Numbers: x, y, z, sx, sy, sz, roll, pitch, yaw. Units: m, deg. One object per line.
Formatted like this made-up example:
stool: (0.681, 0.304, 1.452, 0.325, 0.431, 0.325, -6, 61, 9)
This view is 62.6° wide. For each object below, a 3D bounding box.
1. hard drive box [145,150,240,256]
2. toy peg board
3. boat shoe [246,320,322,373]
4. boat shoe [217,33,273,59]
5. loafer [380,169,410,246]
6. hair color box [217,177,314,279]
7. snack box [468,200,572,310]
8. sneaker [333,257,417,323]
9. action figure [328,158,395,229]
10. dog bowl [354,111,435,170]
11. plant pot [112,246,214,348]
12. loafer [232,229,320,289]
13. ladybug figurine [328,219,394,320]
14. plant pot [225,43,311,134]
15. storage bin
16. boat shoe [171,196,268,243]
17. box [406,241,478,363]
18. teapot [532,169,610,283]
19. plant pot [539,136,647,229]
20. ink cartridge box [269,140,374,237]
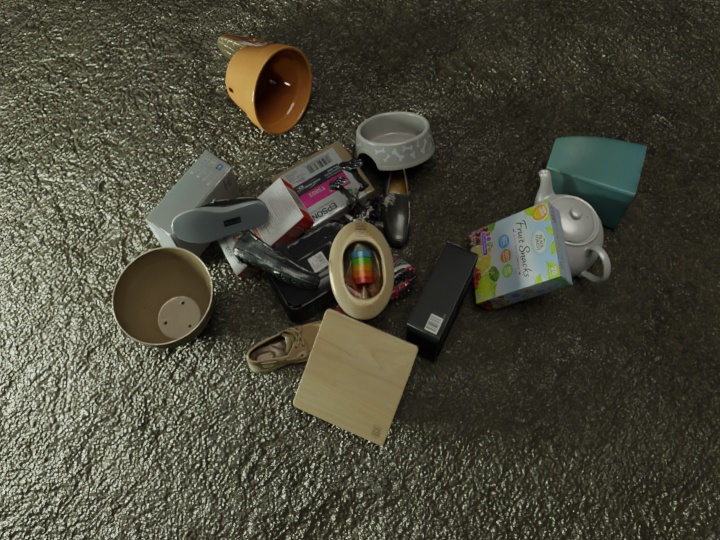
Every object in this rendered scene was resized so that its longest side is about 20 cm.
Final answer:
hard drive box: (-0.355, -0.130, 1.293, 0.076, 0.157, 0.202, 30, 68, 12)
toy peg board: (-0.005, 0.206, 1.191, 0.195, 0.098, 0.204, 21, 93, 8)
boat shoe: (-0.140, 0.154, 1.224, 0.196, 0.065, 0.072, -24, 69, -12)
boat shoe: (-0.271, -0.567, 1.536, 0.195, 0.072, 0.069, 19, 61, 0)
loafer: (0.081, -0.157, 1.362, 0.070, 0.073, 0.206, -3, 67, -4)
hair color box: (-0.209, -0.089, 1.287, 0.198, 0.064, 0.112, -38, 70, 10)
snack box: (0.333, -0.028, 1.254, 0.197, 0.067, 0.174, -23, 58, 37)
sneaker: (0.028, 0.046, 1.279, 0.197, 0.082, 0.075, -30, 41, -14)
action figure: (0.009, -0.135, 1.277, 0.101, 0.201, 0.120, 25, 67, 44)
dog bowl: (0.078, -0.309, 1.388, 0.193, 0.060, 0.203, -6, 38, 4)
plant pot: (-0.386, 0.074, 1.214, 0.193, 0.135, 0.206, 0, 66, -1)
loafer: (-0.165, -0.024, 1.198, 0.196, 0.068, 0.072, 24, 75, 13)
ladybug figurine: (0.000, 0.000, 1.193, 0.131, 0.072, 0.207, 0, 77, -9)
plant pot: (-0.231, -0.449, 1.429, 0.138, 0.202, 0.201, 27, 67, 29)
storage bin: (-0.094, 0.002, 1.277, 0.197, 0.094, 0.137, -31, 70, -13)
boat shoe: (-0.288, -0.113, 1.212, 0.194, 0.075, 0.068, -19, 31, -15)
box: (0.167, 0.067, 1.228, 0.077, 0.142, 0.203, 22, 67, 17)
teapot: (0.455, -0.088, 1.304, 0.195, 0.147, 0.202, 19, 67, 6)
plant pot: (0.528, -0.219, 1.373, 0.195, 0.142, 0.144, 20, 66, 15)
ink cartridge box: (-0.087, -0.180, 1.367, 0.197, 0.076, 0.166, -32, 70, -15)
